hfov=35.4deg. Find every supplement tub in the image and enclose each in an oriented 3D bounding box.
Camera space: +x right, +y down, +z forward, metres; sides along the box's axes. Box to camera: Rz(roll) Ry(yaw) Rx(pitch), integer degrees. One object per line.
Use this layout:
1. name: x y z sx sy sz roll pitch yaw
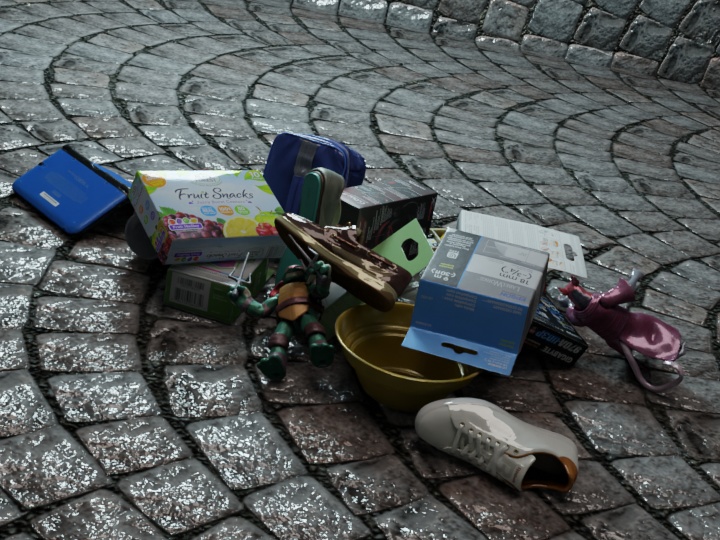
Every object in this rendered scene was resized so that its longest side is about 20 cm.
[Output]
1. supplement tub: -0.271 -0.080 1.698 0.107 0.107 0.200 20 25 17

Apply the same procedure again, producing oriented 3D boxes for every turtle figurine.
1. turtle figurine: -0.089 0.043 1.474 0.101 0.150 0.200 42 28 -42

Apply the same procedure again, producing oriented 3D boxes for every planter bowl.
1. planter bowl: 0.058 0.122 1.441 0.200 0.084 0.200 10 25 -5

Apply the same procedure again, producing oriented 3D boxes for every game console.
1. game console: -0.421 -0.107 1.795 0.171 0.118 0.200 -40 49 -22

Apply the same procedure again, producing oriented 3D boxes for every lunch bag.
1. lunch bag: -0.088 -0.112 1.756 0.136 0.200 0.132 17 7 16

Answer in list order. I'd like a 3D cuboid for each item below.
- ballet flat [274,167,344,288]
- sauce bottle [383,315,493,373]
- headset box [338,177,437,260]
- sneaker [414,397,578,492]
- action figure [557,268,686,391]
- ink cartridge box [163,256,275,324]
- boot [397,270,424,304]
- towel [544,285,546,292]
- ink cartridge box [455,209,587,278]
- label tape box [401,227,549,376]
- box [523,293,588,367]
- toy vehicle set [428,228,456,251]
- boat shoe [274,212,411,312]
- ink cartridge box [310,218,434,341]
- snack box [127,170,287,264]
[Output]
1. ballet flat: -0.064 -0.043 1.582 0.064 0.200 0.067 8 10 -44
2. sauce bottle: 0.100 0.098 1.541 0.200 0.065 0.065 17 25 6
3. headset box: 0.015 -0.051 1.717 0.075 0.149 0.200 29 30 35
4. sneaker: 0.160 0.206 1.318 0.200 0.073 0.085 14 22 2
5. action figure: 0.356 0.080 1.616 0.200 0.134 0.149 31 45 -19
6. ink cartridge box: -0.194 -0.001 1.619 0.104 0.059 0.200 16 25 9
7. boot: 0.081 0.067 1.619 0.131 0.068 0.200 -17 36 -26
8. towel: 0.197 0.019 1.803 0.200 0.023 0.145 13 26 6
9. ink cartridge box: 0.249 -0.027 1.782 0.200 0.047 0.160 13 26 -1
10. label tape box: 0.151 0.034 1.441 0.144 0.063 0.200 14 36 13
11. box: 0.214 0.049 1.608 0.200 0.046 0.159 23 22 -38
12. toy vehicle set: 0.166 -0.011 1.798 0.124 0.027 0.200 -1 29 -20
13. boat shoe: -0.022 -0.026 1.489 0.200 0.072 0.072 32 67 20
14. ink cartridge box: 0.000 0.000 1.572 0.048 0.200 0.146 47 10 -26
15. snack box: -0.208 -0.079 1.597 0.200 0.053 0.142 -4 46 -37
